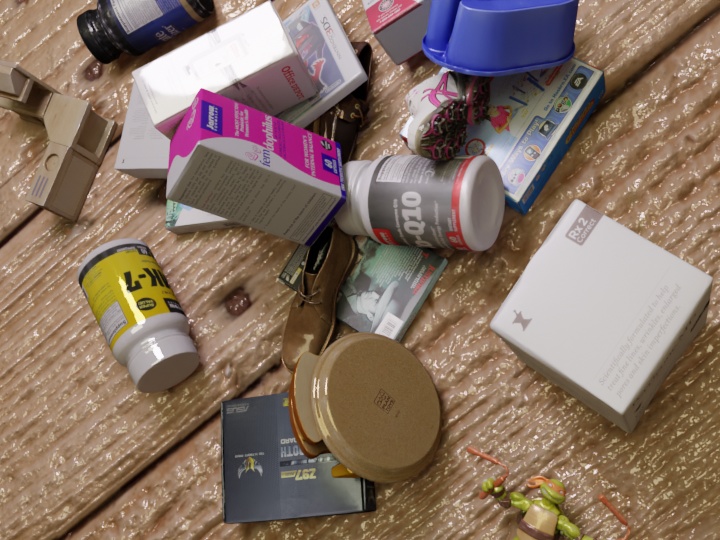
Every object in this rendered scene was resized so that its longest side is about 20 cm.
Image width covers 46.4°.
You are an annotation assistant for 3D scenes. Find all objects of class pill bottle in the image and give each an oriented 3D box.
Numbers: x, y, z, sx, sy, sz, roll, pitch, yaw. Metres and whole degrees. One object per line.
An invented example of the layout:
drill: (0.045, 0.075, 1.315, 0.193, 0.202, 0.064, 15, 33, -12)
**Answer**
pill bottle: (0.070, -0.087, 1.054, 0.198, 0.114, 0.115, 5, 77, 33)
pill bottle: (-0.343, -0.412, 1.331, 0.198, 0.112, 0.113, -25, 68, 13)
pill bottle: (-0.311, 0.064, 1.185, 0.114, 0.114, 0.201, -37, 67, 7)

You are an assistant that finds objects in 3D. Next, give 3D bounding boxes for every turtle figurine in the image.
turtle figurine: (0.191, 0.299, 0.960, 0.198, 0.064, 0.163, 25, 92, 16)

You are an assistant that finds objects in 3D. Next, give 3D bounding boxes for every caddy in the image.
caddy: (0.172, -0.295, 1.027, 0.197, 0.106, 0.142, -13, 42, -18)

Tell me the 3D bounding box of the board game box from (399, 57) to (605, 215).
board game box: (0.186, -0.208, 1.108, 0.195, 0.056, 0.201, 34, 89, 25)

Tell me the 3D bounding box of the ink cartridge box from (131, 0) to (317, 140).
ink cartridge box: (-0.169, -0.241, 1.083, 0.198, 0.147, 0.084, -26, 80, 3)

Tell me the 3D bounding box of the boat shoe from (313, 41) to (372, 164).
boat shoe: (-0.021, -0.233, 1.182, 0.069, 0.070, 0.203, -3, 74, 24)

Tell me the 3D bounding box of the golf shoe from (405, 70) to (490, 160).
golf shoe: (0.091, -0.189, 1.024, 0.091, 0.200, 0.073, 10, 122, 23)

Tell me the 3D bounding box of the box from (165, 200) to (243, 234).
box: (-0.217, -0.160, 1.255, 0.142, 0.036, 0.203, -6, 72, 19)

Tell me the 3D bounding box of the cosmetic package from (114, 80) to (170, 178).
cosmetic package: (-0.266, -0.214, 1.234, 0.198, 0.051, 0.153, 5, 78, 35)

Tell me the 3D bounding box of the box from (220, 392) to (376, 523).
box: (-0.083, 0.238, 1.086, 0.197, 0.051, 0.160, -9, 73, 17)

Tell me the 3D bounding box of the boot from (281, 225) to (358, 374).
boot: (-0.066, 0.036, 1.101, 0.073, 0.075, 0.202, 15, 82, 22)

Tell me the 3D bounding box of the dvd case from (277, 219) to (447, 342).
dvd case: (0.000, 0.000, 1.138, 0.199, 0.022, 0.147, 31, 87, 26)

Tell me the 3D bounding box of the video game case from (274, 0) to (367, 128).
video game case: (-0.101, -0.277, 1.194, 0.199, 0.023, 0.184, -34, 56, 16)

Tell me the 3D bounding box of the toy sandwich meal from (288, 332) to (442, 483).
toy sandwich meal: (0.007, 0.170, 1.022, 0.070, 0.203, 0.208, -40, 58, 50)

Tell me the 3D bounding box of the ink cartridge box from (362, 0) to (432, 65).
ink cartridge box: (0.070, -0.410, 1.163, 0.144, 0.083, 0.202, -28, 56, 20)

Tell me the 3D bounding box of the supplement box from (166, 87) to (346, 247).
supplement box: (-0.127, -0.123, 1.031, 0.103, 0.198, 0.102, -48, 37, 40)

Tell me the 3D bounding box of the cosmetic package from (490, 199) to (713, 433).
cosmetic package: (0.268, 0.057, 0.924, 0.164, 0.200, 0.166, 34, 89, 25)

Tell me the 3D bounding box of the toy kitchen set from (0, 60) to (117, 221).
toy kitchen set: (-0.534, -0.210, 1.316, 0.198, 0.163, 0.183, 17, 82, 24)
